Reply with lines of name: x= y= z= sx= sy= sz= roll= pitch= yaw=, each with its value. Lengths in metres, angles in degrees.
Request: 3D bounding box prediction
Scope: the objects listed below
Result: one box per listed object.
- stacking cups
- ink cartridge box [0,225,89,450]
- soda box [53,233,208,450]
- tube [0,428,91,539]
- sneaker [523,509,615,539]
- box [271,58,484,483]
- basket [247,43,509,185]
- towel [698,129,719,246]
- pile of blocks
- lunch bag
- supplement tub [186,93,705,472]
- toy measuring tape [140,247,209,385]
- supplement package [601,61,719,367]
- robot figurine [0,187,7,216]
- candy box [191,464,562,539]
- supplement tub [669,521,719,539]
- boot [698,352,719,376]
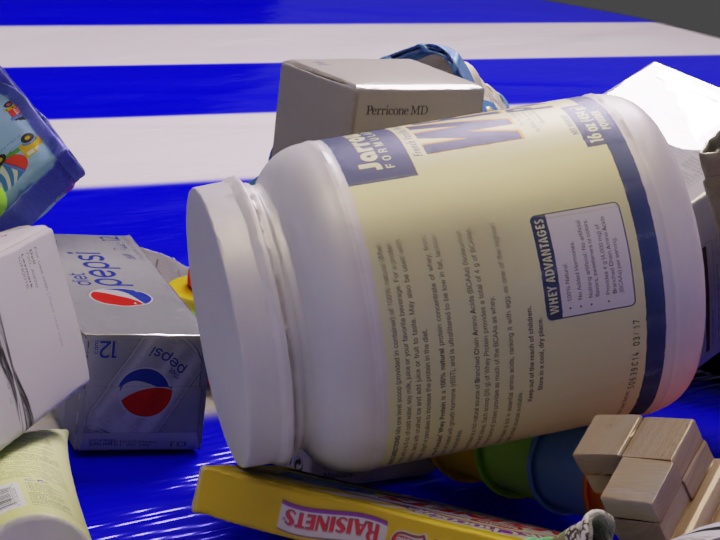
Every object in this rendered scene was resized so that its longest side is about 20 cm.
stacking cups: x=0.105 y=0.089 z=0.956 sx=0.060 sy=0.061 sz=0.200 roll=-3 pitch=10 yaw=-30
ink cartridge box: x=-0.223 y=0.051 z=0.916 sx=0.146 sy=0.084 sz=0.200 roll=-12 pitch=9 yaw=17
soda box: x=-0.138 y=0.034 z=1.124 sx=0.068 sy=0.064 sz=0.200 roll=1 pitch=15 yaw=-20
tube: x=-0.150 y=0.101 z=0.908 sx=0.058 sy=0.052 sz=0.200 roll=35 pitch=0 yaw=-20
sneaker: x=0.073 y=0.126 z=0.794 sx=0.200 sy=0.089 sz=0.077 roll=11 pitch=16 yaw=23
box: x=0.000 y=0.000 z=1.029 sx=0.082 sy=0.200 sz=0.068 roll=-5 pitch=19 yaw=-33
basket: x=0.010 y=-0.056 z=1.303 sx=0.176 sy=0.139 sz=0.200 roll=-30 pitch=-13 yaw=23
towel: x=0.248 y=-0.016 z=1.099 sx=0.192 sy=0.200 sz=0.035 roll=-32 pitch=28 yaw=-35
pile of blocks: x=0.165 y=0.131 z=0.816 sx=0.200 sy=0.082 sz=0.062 roll=28 pitch=53 yaw=11
lunch bag: x=-0.238 y=-0.037 z=1.212 sx=0.151 sy=0.094 sz=0.200 roll=-41 pitch=34 yaw=-3
supplement tub: x=0.034 y=0.007 z=0.916 sx=0.200 sy=0.145 sz=0.145 roll=-10 pitch=18 yaw=-12
toy measuring tape: x=-0.103 y=0.019 z=1.188 sx=0.074 sy=0.074 sz=0.200 roll=-8 pitch=20 yaw=-41
supplement package: x=0.131 y=-0.007 z=1.114 sx=0.200 sy=0.110 sz=0.114 roll=-32 pitch=42 yaw=-28
robot figurine: x=-0.281 y=-0.024 z=1.085 sx=0.200 sy=0.176 sz=0.116 roll=-24 pitch=-10 yaw=26
candy box: x=0.038 y=0.115 z=0.900 sx=0.200 sy=0.026 sz=0.102 roll=11 pitch=0 yaw=21
supplement tub: x=0.092 y=0.150 z=0.605 sx=0.200 sy=0.141 sz=0.140 roll=-9 pitch=20 yaw=-43
boot: x=0.148 y=0.024 z=1.228 sx=0.211 sy=0.080 sz=0.158 roll=8 pitch=9 yaw=39
